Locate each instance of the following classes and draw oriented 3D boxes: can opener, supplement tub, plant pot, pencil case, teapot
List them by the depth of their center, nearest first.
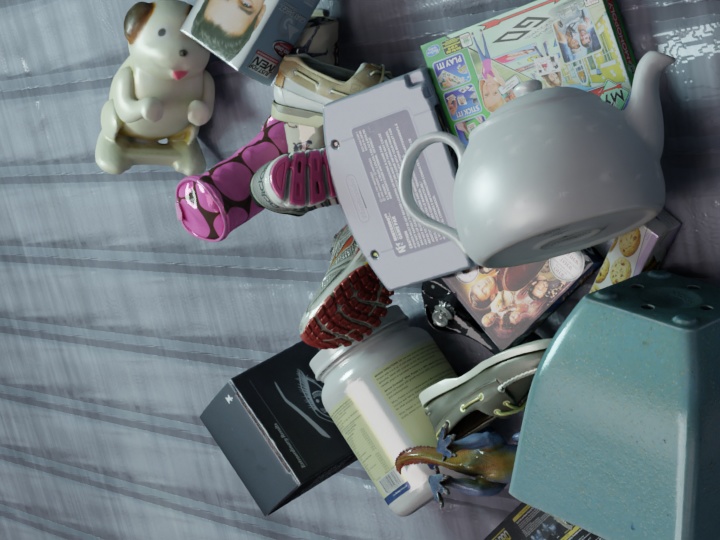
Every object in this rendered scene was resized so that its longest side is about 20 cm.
[{"bbox_3d":[0.159,-0.094,1.212,0.197,0.199,0.147,141,115,-65],"label":"teapot"},{"bbox_3d":[0.270,0.114,1.241,0.196,0.195,0.201,20,116,42],"label":"plant pot"},{"bbox_3d":[0.146,0.062,1.446,0.200,0.079,0.064,37,143,16],"label":"can opener"},{"bbox_3d":[-0.048,-0.183,1.522,0.077,0.089,0.201,-4,105,18],"label":"pencil case"},{"bbox_3d":[0.047,0.154,1.545,0.200,0.145,0.145,56,141,11],"label":"supplement tub"},{"bbox_3d":[-0.128,-0.108,1.564,0.093,0.200,0.091,12,125,31],"label":"pencil case"}]

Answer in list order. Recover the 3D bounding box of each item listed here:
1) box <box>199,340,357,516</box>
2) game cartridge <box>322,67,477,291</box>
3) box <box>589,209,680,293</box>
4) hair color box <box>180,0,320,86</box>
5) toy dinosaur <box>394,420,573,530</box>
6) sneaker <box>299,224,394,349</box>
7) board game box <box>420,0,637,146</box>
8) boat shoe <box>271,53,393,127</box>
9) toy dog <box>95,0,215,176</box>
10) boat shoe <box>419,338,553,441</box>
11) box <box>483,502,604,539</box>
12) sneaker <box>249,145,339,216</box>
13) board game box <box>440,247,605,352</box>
[{"bbox_3d":[-0.062,0.170,1.635,0.148,0.199,0.104,55,141,11],"label":"box"},{"bbox_3d":[0.040,-0.086,1.380,0.133,0.041,0.201,-17,97,24],"label":"game cartridge"},{"bbox_3d":[0.246,0.023,1.329,0.041,0.039,0.201,43,137,26],"label":"box"},{"bbox_3d":[-0.092,-0.306,1.446,0.099,0.061,0.201,36,100,31],"label":"hair color box"},{"bbox_3d":[0.160,0.180,1.409,0.200,0.181,0.106,23,113,61],"label":"toy dinosaur"},{"bbox_3d":[0.000,0.000,1.505,0.082,0.200,0.078,21,158,50],"label":"sneaker"},{"bbox_3d":[0.162,-0.178,1.295,0.199,0.029,0.135,-15,97,39],"label":"board game box"},{"bbox_3d":[0.005,-0.178,1.428,0.199,0.075,0.069,9,107,9],"label":"boat shoe"},{"bbox_3d":[-0.237,-0.237,1.695,0.200,0.139,0.195,115,156,-46],"label":"toy dog"},{"bbox_3d":[0.138,0.122,1.397,0.201,0.072,0.061,-33,67,46],"label":"boat shoe"},{"bbox_3d":[0.230,0.309,1.496,0.161,0.049,0.200,50,139,16],"label":"box"},{"bbox_3d":[-0.036,-0.099,1.463,0.087,0.199,0.074,-7,94,51],"label":"sneaker"},{"bbox_3d":[0.131,-0.037,1.393,0.136,0.035,0.200,-47,71,24],"label":"board game box"}]
